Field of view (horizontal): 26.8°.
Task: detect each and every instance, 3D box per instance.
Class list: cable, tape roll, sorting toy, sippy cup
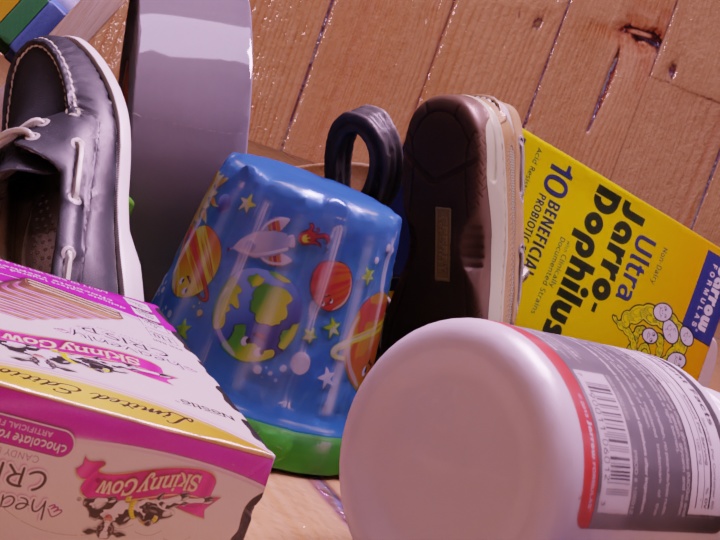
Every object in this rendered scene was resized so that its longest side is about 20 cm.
[{"bbox_3d":[0.000,0.000,0.851,0.050,0.203,0.097,-16,25,-37],"label":"cable"},{"bbox_3d":[-0.111,-0.068,0.889,0.065,0.203,0.200,5,10,-13],"label":"tape roll"},{"bbox_3d":[-0.231,-0.117,0.906,0.070,0.200,0.199,42,1,-14],"label":"sorting toy"},{"bbox_3d":[-0.043,0.016,0.762,0.176,0.132,0.139,16,7,-26],"label":"sippy cup"}]

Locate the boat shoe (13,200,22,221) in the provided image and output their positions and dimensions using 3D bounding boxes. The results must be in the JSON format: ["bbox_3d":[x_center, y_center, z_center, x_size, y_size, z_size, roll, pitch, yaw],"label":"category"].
[{"bbox_3d":[-0.196,-0.012,0.785,0.070,0.071,0.199,24,8,30],"label":"boat shoe"}]

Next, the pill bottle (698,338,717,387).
[{"bbox_3d":[0.175,0.053,1.196,0.199,0.113,0.112,24,8,29],"label":"pill bottle"}]

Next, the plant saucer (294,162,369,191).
[{"bbox_3d":[-0.059,-0.017,1.039,0.198,0.036,0.201,-13,24,6],"label":"plant saucer"}]

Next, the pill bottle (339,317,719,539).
[{"bbox_3d":[0.093,0.089,0.654,0.115,0.117,0.199,26,8,40],"label":"pill bottle"}]

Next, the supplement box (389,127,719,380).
[{"bbox_3d":[0.111,0.001,0.923,0.199,0.110,0.109,28,-11,-20],"label":"supplement box"}]

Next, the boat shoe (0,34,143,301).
[{"bbox_3d":[-0.152,-0.039,0.740,0.060,0.075,0.202,18,44,-46],"label":"boat shoe"}]

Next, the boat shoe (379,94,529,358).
[{"bbox_3d":[0.062,0.009,0.801,0.071,0.203,0.076,16,14,38],"label":"boat shoe"}]

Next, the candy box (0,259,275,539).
[{"bbox_3d":[-0.126,0.046,0.572,0.135,0.062,0.200,18,8,-23],"label":"candy box"}]
